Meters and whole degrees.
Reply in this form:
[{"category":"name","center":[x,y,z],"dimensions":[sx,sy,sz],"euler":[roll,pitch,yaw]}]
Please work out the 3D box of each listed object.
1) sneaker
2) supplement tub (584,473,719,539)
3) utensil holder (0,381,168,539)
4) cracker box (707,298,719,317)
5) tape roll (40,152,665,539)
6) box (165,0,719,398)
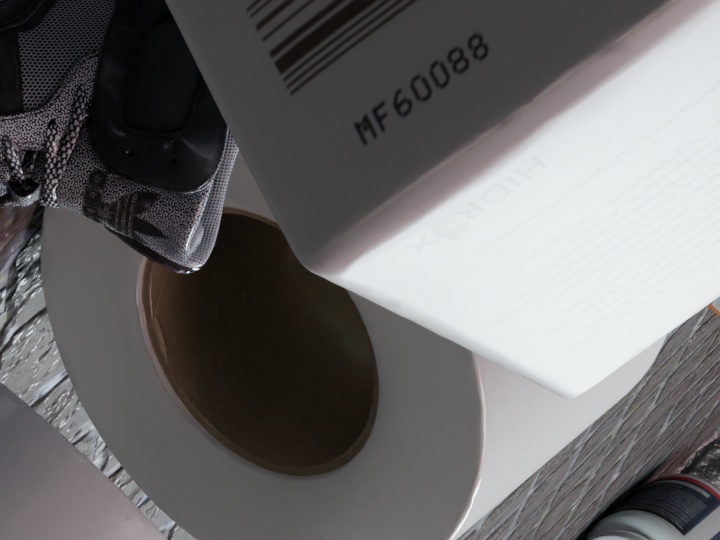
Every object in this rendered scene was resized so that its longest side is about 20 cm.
[{"category":"sneaker","center":[-0.104,-0.032,0.822],"dimensions":[0.200,0.114,0.076],"euler":[-43,165,-23]},{"category":"supplement tub","center":[0.323,0.315,3.088],"dimensions":[0.200,0.140,0.140],"euler":[-27,155,-57]},{"category":"utensil holder","center":[-0.172,0.143,0.987],"dimensions":[0.200,0.170,0.170],"euler":[-47,167,-14]},{"category":"cracker box","center":[0.387,-0.050,2.454],"dimensions":[0.200,0.058,0.134],"euler":[-42,166,-28]},{"category":"tape roll","center":[0.000,0.000,1.057],"dimensions":[0.139,0.203,0.203],"euler":[-36,162,-45]},{"category":"box","center":[0.059,-0.109,0.782],"dimensions":[0.200,0.199,0.171],"euler":[-35,153,15]}]
